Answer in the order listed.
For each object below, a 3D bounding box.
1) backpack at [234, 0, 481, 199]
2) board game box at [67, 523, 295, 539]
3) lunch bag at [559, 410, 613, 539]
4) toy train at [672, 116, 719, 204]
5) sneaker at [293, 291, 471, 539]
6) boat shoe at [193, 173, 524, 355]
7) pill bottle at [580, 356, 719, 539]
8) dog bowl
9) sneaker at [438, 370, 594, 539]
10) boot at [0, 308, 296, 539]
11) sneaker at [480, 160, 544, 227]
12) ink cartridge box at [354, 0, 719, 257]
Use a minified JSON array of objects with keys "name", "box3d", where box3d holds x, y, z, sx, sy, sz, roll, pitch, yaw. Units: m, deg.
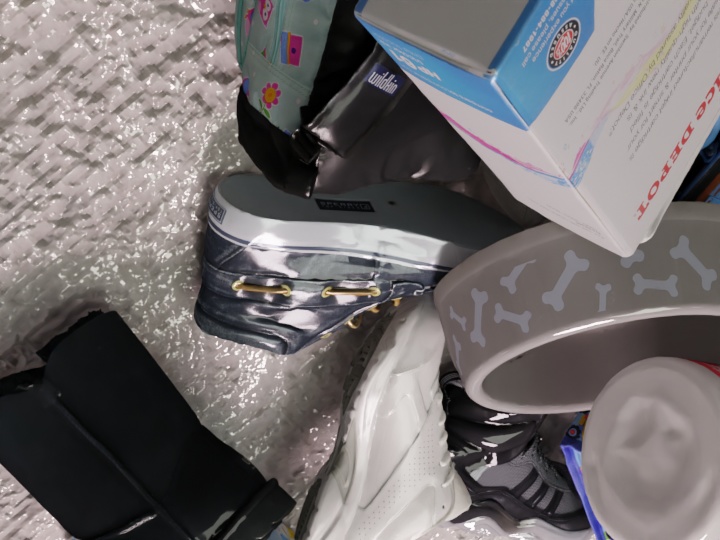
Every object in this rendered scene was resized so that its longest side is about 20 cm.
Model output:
[{"name":"backpack","box3d":[0.014,-0.149,0.674,0.166,0.126,0.202,-15,128,-42]},{"name":"board game box","box3d":[-0.081,0.223,0.888,0.103,0.105,0.200,-40,129,4]},{"name":"lunch bag","box3d":[0.223,0.137,0.976,0.151,0.093,0.201,-52,148,-27]},{"name":"toy train","box3d":[0.190,-0.057,0.811,0.113,0.087,0.201,21,136,-11]},{"name":"sneaker","box3d":[0.029,0.111,0.856,0.098,0.078,0.202,19,99,-6]},{"name":"boat shoe","box3d":[0.000,0.000,0.807,0.198,0.071,0.092,6,121,-18]},{"name":"pill bottle","box3d":[0.233,0.114,0.804,0.198,0.111,0.111,10,116,-39]},{"name":"dog bowl","box3d":[0.141,0.029,0.787,0.198,0.059,0.200,-9,158,-3]},{"name":"sneaker","box3d":[0.114,0.123,0.939,0.198,0.076,0.115,14,113,-33]},{"name":"boot","box3d":[-0.157,0.142,0.757,0.200,0.168,0.076,-48,172,-5]},{"name":"sneaker","box3d":[0.129,-0.121,0.789,0.117,0.074,0.202,-22,134,-22]},{"name":"ink cartridge box","box3d":[0.102,-0.115,0.626,0.145,0.084,0.200,-58,145,-4]}]
